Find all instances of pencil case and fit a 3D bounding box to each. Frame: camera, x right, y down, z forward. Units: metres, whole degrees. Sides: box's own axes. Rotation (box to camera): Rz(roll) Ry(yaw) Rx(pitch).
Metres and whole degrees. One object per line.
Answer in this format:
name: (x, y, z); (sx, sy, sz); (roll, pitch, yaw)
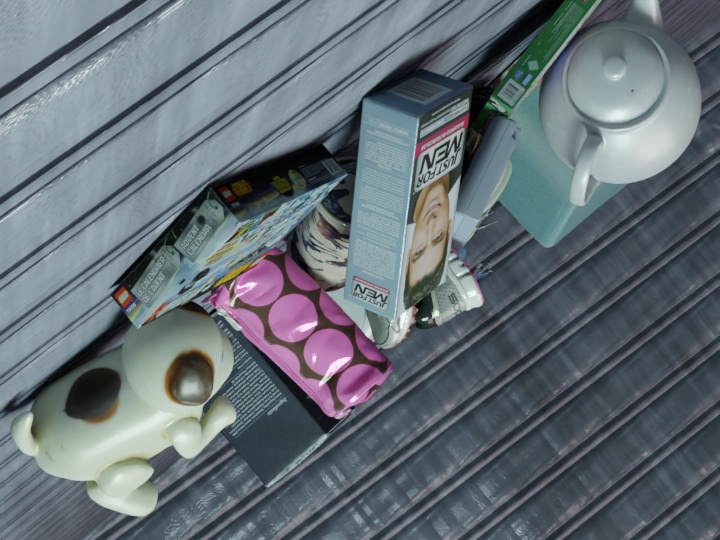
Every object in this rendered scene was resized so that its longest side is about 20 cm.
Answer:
pencil case: (-0.026, -0.045, 1.382); (0.200, 0.089, 0.078); (120, -10, -67)
pencil case: (-0.063, 0.063, 1.411); (0.094, 0.200, 0.091); (-51, -172, -32)

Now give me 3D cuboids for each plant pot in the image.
plant pot: (0.268, -0.193, 1.782); (0.196, 0.196, 0.200); (-37, 167, -31)

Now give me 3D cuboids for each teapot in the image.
teapot: (0.285, -0.196, 1.546); (0.197, 0.201, 0.146); (-26, 163, 7)

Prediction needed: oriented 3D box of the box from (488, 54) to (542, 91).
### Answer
box: (0.175, -0.213, 1.695); (0.200, 0.039, 0.041); (-43, 174, 32)

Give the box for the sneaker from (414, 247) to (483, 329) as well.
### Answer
sneaker: (0.037, -0.017, 1.459); (0.087, 0.200, 0.074); (-38, 165, -11)

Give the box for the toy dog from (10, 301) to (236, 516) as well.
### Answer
toy dog: (-0.200, 0.101, 1.252); (0.200, 0.140, 0.193); (-40, 139, 26)

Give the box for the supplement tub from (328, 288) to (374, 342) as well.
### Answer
supplement tub: (-0.031, 0.034, 1.723); (0.145, 0.145, 0.200); (-41, 175, 13)

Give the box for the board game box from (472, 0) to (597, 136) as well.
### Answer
board game box: (0.198, -0.236, 1.478); (0.200, 0.029, 0.135); (-52, 177, -9)

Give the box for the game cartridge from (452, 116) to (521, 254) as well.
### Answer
game cartridge: (0.119, -0.081, 1.502); (0.200, 0.041, 0.134); (111, 2, -80)

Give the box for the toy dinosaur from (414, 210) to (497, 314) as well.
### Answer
toy dinosaur: (0.105, -0.058, 1.794); (0.199, 0.182, 0.105); (-21, 154, -20)

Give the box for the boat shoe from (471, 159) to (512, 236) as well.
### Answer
boat shoe: (0.113, -0.067, 1.731); (0.202, 0.072, 0.060); (-46, 158, 5)

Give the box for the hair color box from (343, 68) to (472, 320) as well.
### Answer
hair color box: (0.042, -0.068, 1.250); (0.099, 0.060, 0.201); (-35, 139, -49)

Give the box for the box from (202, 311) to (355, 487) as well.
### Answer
box: (-0.119, 0.141, 1.687); (0.104, 0.200, 0.148); (-41, 175, 15)

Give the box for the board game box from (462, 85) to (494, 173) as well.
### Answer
board game box: (0.108, -0.137, 1.590); (0.136, 0.034, 0.200); (-67, 166, 18)

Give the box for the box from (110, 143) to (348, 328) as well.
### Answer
box: (-0.105, -0.032, 1.152); (0.137, 0.040, 0.200); (-44, 174, 27)

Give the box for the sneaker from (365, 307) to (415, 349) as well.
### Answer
sneaker: (0.000, 0.000, 1.564); (0.082, 0.201, 0.078); (-29, -155, -27)
